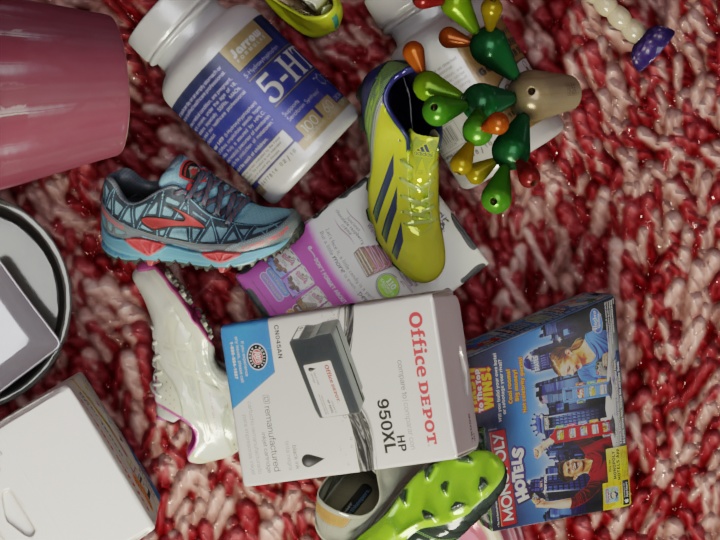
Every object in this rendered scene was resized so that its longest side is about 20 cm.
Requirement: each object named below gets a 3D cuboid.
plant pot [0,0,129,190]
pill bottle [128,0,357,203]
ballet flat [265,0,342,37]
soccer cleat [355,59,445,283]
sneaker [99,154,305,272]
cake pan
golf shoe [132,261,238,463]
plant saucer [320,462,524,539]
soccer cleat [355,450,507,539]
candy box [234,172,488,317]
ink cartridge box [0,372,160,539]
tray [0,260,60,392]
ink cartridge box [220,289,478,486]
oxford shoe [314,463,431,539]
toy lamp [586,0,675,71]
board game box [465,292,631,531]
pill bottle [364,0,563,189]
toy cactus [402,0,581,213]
[{"bbox_3d":[-0.306,-0.160,1.501,0.178,0.200,0.202,-6,90,-21],"label":"plant pot"},{"bbox_3d":[-0.110,-0.170,1.545,0.200,0.120,0.120,44,86,-4],"label":"pill bottle"},{"bbox_3d":[-0.094,-0.295,1.574,0.200,0.067,0.067,41,86,-3],"label":"ballet flat"},{"bbox_3d":[0.045,-0.089,1.509,0.064,0.084,0.202,-11,90,-34],"label":"soccer cleat"},{"bbox_3d":[-0.149,-0.054,1.523,0.198,0.079,0.096,1,113,16],"label":"sneaker"},{"bbox_3d":[-0.365,0.029,1.558,0.199,0.037,0.202,0,89,-6],"label":"cake pan"},{"bbox_3d":[-0.166,0.087,1.561,0.091,0.075,0.201,-31,91,-2],"label":"golf shoe"},{"bbox_3d":[0.061,0.276,1.590,0.199,0.051,0.202,0,90,-6],"label":"plant saucer"},{"bbox_3d":[0.055,0.236,1.521,0.200,0.081,0.068,-40,52,7],"label":"soccer cleat"},{"bbox_3d":[0.000,0.000,1.582,0.199,0.061,0.137,-36,92,-4],"label":"candy box"},{"bbox_3d":[-0.272,0.191,1.484,0.144,0.200,0.148,-32,93,-5],"label":"ink cartridge box"},{"bbox_3d":[-0.379,0.085,1.526,0.200,0.022,0.108,-37,93,-5],"label":"tray"},{"bbox_3d":[-0.009,0.102,1.482,0.199,0.084,0.146,-10,88,16],"label":"ink cartridge box"},{"bbox_3d":[0.024,0.165,1.559,0.075,0.058,0.200,27,64,23],"label":"oxford shoe"},{"bbox_3d":[0.210,-0.275,1.608,0.200,0.058,0.058,41,86,-3],"label":"toy lamp"},{"bbox_3d":[0.145,0.131,1.571,0.198,0.062,0.202,-6,94,-21],"label":"board game box"},{"bbox_3d":[0.092,-0.187,1.567,0.114,0.114,0.201,-32,92,-5],"label":"pill bottle"},{"bbox_3d":[0.125,-0.156,1.469,0.164,0.102,0.201,-9,74,-34],"label":"toy cactus"}]
